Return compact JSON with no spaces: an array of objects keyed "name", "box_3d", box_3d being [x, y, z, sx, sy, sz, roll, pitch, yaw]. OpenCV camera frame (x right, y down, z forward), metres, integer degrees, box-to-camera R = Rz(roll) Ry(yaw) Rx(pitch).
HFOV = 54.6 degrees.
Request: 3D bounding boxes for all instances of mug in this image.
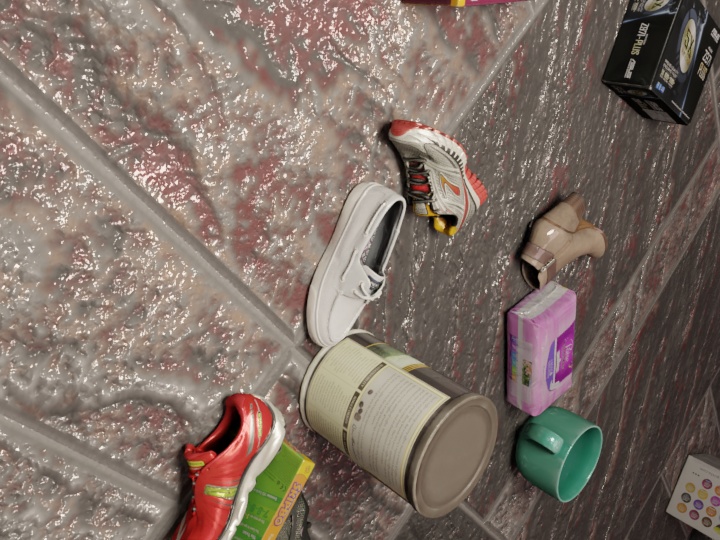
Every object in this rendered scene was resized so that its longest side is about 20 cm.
[{"name":"mug","box_3d":[0.357,0.319,1.289,0.151,0.114,0.187,-32,128,-31]}]

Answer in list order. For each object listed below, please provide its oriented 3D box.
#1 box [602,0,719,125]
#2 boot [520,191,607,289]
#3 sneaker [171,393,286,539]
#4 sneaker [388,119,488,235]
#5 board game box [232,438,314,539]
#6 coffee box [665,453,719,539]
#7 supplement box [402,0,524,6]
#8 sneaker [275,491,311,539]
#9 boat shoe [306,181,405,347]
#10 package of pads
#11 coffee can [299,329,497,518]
[{"name":"box","box_3d":[0.503,-0.352,1.154,0.199,0.086,0.166,13,98,-47]},{"name":"boot","box_3d":[0.327,-0.030,1.144,0.147,0.070,0.200,-51,135,-7]},{"name":"sneaker","box_3d":[-0.163,0.224,0.757,0.085,0.077,0.202,37,73,-36]},{"name":"sneaker","box_3d":[0.091,-0.109,0.849,0.083,0.077,0.200,-56,137,-8]},{"name":"board game box","box_3d":[-0.133,0.282,0.783,0.030,0.095,0.202,37,81,-45]},{"name":"coffee box","box_3d":[1.109,0.709,2.173,0.199,0.198,0.200,14,99,-48]},{"name":"supplement box","box_3d":[0.144,-0.361,0.782,0.198,0.085,0.112,-21,122,-38]},{"name":"sneaker","box_3d":[-0.123,0.346,0.837,0.114,0.076,0.202,35,77,-41]},{"name":"boat shoe","box_3d":[0.000,0.000,0.811,0.072,0.068,0.202,23,90,-48]},{"name":"package of pads","box_3d":[0.305,0.130,1.178,0.120,0.075,0.203,-29,127,-32]},{"name":"coffee can","box_3d":[0.042,0.175,0.836,0.145,0.199,0.148,-21,123,-38]}]
